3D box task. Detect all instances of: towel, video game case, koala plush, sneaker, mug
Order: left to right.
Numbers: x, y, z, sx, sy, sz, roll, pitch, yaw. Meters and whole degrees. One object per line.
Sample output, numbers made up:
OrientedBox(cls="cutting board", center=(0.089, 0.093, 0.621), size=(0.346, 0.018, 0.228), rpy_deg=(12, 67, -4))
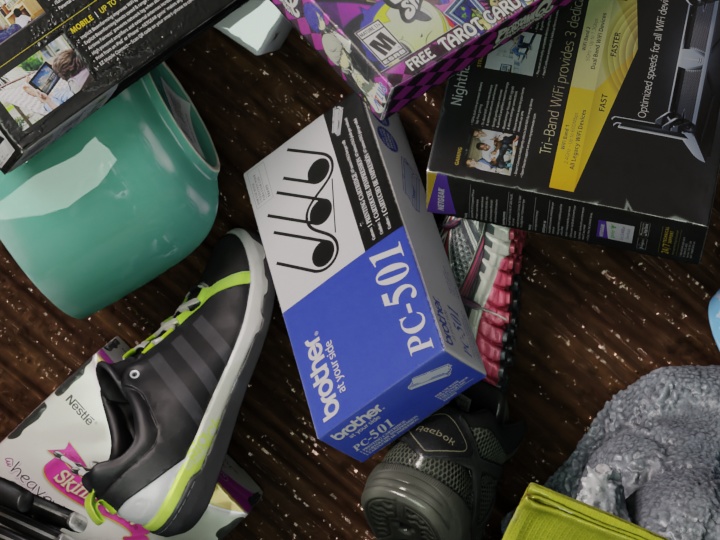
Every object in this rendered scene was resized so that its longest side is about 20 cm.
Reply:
OrientedBox(cls="mug", center=(-0.159, -0.079, 1.499), size=(0.114, 0.152, 0.186), rpy_deg=(-30, 93, 9))
OrientedBox(cls="sneaker", center=(-0.109, 0.057, 1.510), size=(0.083, 0.072, 0.201), rpy_deg=(22, 65, -16))
OrientedBox(cls="video game case", center=(0.030, -0.196, 1.417), size=(0.200, 0.036, 0.181), rpy_deg=(-32, 70, -27))
OrientedBox(cls="sneaker", center=(0.055, 0.134, 1.511), size=(0.076, 0.200, 0.114), rpy_deg=(21, 63, 20))
OrientedBox(cls="sneaker", center=(0.058, -0.017, 1.514), size=(0.074, 0.081, 0.201), rpy_deg=(8, 100, 9))
OrientedBox(cls="towel", center=(0.164, 0.185, 1.365), size=(0.199, 0.018, 0.086), rpy_deg=(24, 121, 3))
OrientedBox(cls="koala plush", center=(0.181, 0.151, 1.460), size=(0.177, 0.200, 0.184), rpy_deg=(31, 102, 3))

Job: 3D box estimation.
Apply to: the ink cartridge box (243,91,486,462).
OrientedBox(cls="ink cartridge box", center=(0.000, 0.000, 1.473), size=(0.094, 0.044, 0.201), rpy_deg=(-36, 48, 22))

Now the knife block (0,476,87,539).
OrientedBox(cls="knife block", center=(-0.248, 0.127, 1.523), size=(0.175, 0.064, 0.201), rpy_deg=(-29, 51, 17))

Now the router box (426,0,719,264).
OrientedBox(cls="router box", center=(0.132, -0.115, 1.451), size=(0.156, 0.052, 0.201), rpy_deg=(12, 66, 6))

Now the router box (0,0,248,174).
OrientedBox(cls="router box", center=(-0.157, -0.170, 1.413), size=(0.200, 0.051, 0.149), rpy_deg=(-38, 92, -23))

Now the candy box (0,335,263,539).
OrientedBox(cls="candy box", center=(-0.177, 0.158, 1.584), size=(0.200, 0.061, 0.136), rpy_deg=(-44, 91, 11))

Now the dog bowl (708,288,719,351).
OrientedBox(cls="dog bowl", center=(0.272, 0.075, 1.486), size=(0.050, 0.111, 0.200), rpy_deg=(-36, 93, 26))

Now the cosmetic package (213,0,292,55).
OrientedBox(cls="cosmetic package", center=(-0.110, -0.221, 1.511), size=(0.200, 0.071, 0.102), rpy_deg=(34, 100, 2))
